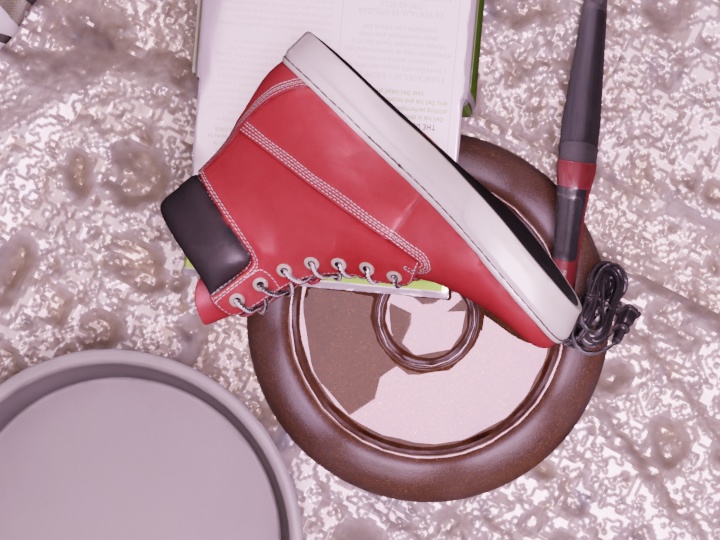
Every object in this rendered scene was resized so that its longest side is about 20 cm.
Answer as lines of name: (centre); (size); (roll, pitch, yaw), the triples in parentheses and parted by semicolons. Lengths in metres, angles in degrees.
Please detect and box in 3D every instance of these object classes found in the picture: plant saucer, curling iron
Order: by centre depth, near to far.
curling iron: (0.122, -0.052, 1.133); (0.049, 0.025, 0.202); (9, 74, -31)
plant saucer: (0.036, 0.025, 1.144); (0.198, 0.032, 0.202); (0, 89, 3)

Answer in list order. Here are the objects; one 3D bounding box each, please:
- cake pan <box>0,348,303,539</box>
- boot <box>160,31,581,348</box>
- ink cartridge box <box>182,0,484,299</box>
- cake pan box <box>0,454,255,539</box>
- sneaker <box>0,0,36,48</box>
cake pan: (-0.127, 0.141, 1.095); (0.198, 0.037, 0.202); (0, 88, 1)
boot: (0.000, 0.000, 1.050); (0.200, 0.072, 0.144); (42, 96, 13)
ink cartridge box: (-0.013, -0.091, 1.122); (0.146, 0.076, 0.202); (5, 89, 6)
cake pan box: (-0.144, 0.190, 1.138); (0.198, 0.052, 0.186); (-2, 90, 3)
sneaker: (-0.272, -0.176, 1.138); (0.200, 0.076, 0.116); (37, 88, 0)
